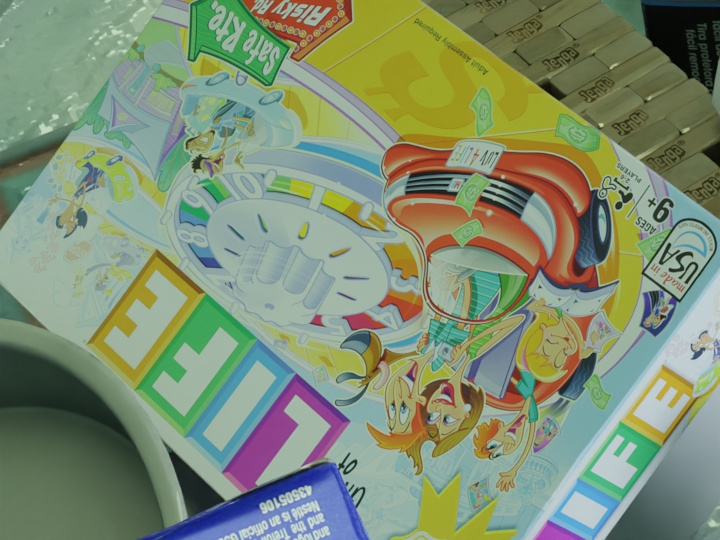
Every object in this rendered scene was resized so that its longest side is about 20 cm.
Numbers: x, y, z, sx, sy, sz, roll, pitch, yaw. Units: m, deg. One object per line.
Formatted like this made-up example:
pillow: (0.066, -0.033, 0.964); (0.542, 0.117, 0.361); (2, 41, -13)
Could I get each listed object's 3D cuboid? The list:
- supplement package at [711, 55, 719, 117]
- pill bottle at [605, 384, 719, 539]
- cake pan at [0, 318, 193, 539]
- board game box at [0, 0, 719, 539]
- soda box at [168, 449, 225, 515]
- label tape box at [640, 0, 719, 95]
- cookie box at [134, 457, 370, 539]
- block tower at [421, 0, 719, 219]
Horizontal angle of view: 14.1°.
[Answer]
supplement package: (0.218, -0.067, 0.834); (0.199, 0.110, 0.114); (-5, 39, -16)
pill bottle: (0.019, 0.006, 0.849); (0.110, 0.111, 0.200); (-31, 45, -17)
cake pan: (-0.116, 0.112, 0.770); (0.199, 0.037, 0.202); (-15, 61, 29)
board game box: (0.000, 0.000, 0.768); (0.200, 0.034, 0.135); (39, 96, 37)
soda box: (0.019, 0.113, 0.771); (0.199, 0.064, 0.068); (18, 51, 31)
label tape box: (0.185, -0.121, 0.912); (0.199, 0.145, 0.064); (2, 44, 18)
cookie box: (0.011, 0.167, 0.601); (0.075, 0.171, 0.201); (-23, 62, -2)
block tower: (0.071, -0.045, 0.932); (0.058, 0.054, 0.200); (-29, 45, -16)
